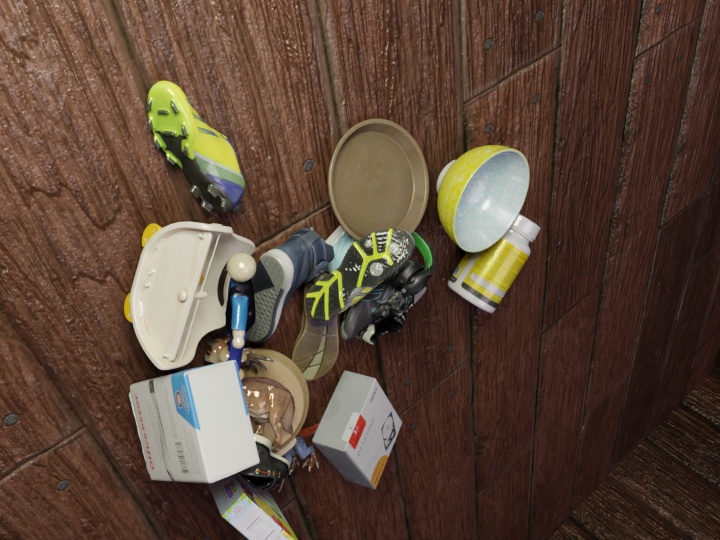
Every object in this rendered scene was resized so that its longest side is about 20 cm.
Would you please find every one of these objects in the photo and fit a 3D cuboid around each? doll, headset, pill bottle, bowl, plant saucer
[{"bbox_3d":[-0.171,0.063,0.982,0.048,0.137,0.201,8,123,-8],"label":"doll"},{"bbox_3d":[0.067,-0.005,1.190,0.094,0.123,0.201,-51,-168,51],"label":"headset"},{"bbox_3d":[0.276,-0.025,1.436,0.114,0.114,0.201,23,101,-51],"label":"pill bottle"},{"bbox_3d":[0.203,-0.145,1.278,0.199,0.107,0.202,-26,133,-31],"label":"bowl"},{"bbox_3d":[0.027,-0.137,1.110,0.199,0.029,0.202,-3,95,-35],"label":"plant saucer"}]

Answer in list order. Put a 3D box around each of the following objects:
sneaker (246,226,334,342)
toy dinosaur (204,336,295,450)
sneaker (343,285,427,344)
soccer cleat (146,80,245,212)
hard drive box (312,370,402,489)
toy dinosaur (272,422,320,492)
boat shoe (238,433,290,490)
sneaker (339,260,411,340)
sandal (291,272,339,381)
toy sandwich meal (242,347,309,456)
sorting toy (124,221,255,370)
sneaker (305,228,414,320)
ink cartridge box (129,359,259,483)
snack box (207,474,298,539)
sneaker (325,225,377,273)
[{"bbox_3d":[-0.116,0.019,1.099,0.146,0.077,0.203,-43,170,-48],"label":"sneaker"},{"bbox_3d":[-0.158,0.196,1.104,0.199,0.086,0.137,32,70,-29],"label":"toy dinosaur"},{"bbox_3d":[0.065,0.079,1.320,0.199,0.087,0.076,-31,135,-28],"label":"sneaker"},{"bbox_3d":[-0.207,-0.164,0.899,0.084,0.064,0.201,-65,147,-35],"label":"soccer cleat"},{"bbox_3d":[-0.002,0.321,1.398,0.157,0.076,0.201,-64,147,-27],"label":"hard drive box"},{"bbox_3d":[-0.159,0.319,1.310,0.182,0.104,0.201,59,38,-40],"label":"toy dinosaur"},{"bbox_3d":[-0.158,0.304,1.082,0.202,0.073,0.064,78,23,-63],"label":"boat shoe"},{"bbox_3d":[0.038,0.050,1.240,0.200,0.079,0.076,-51,167,-24],"label":"sneaker"},{"bbox_3d":[-0.076,0.096,1.215,0.079,0.054,0.202,4,105,-11],"label":"sandal"},{"bbox_3d":[-0.177,0.226,1.180,0.203,0.070,0.207,-2,96,-19],"label":"toy sandwich meal"},{"bbox_3d":[-0.220,0.018,0.983,0.180,0.106,0.202,-1,113,-61],"label":"sorting toy"},{"bbox_3d":[0.000,0.000,1.095,0.199,0.076,0.076,-35,175,16],"label":"sneaker"},{"bbox_3d":[-0.240,0.214,0.988,0.084,0.199,0.146,-11,86,-40],"label":"ink cartridge box"},{"bbox_3d":[-0.189,0.383,1.163,0.053,0.200,0.143,-43,112,-11],"label":"snack box"},{"bbox_3d":[0.017,-0.067,1.166,0.201,0.082,0.074,-55,142,2],"label":"sneaker"}]
